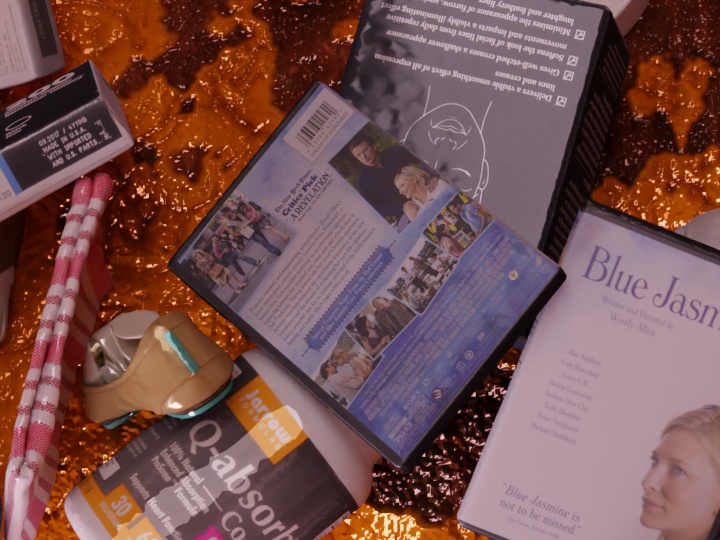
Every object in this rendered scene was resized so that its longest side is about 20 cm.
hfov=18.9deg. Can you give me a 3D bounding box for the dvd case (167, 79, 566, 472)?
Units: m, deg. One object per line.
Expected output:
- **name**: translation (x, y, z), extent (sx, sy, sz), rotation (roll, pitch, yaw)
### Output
- **dvd case**: translation (0.000, 0.000, 1.227), extent (0.200, 0.018, 0.143), rotation (39, 90, 27)

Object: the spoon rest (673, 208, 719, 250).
- **spoon rest**: translation (0.177, 0.050, 1.276), extent (0.060, 0.099, 0.201), rotation (32, 90, -8)

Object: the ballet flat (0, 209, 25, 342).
- **ballet flat**: translation (-0.273, 0.036, 1.379), extent (0.200, 0.068, 0.072), rotation (-41, 87, -6)

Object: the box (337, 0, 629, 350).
- **box**: translation (0.062, -0.068, 1.306), extent (0.148, 0.107, 0.201), rotation (15, 84, 16)

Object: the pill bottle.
- **pill bottle**: translation (-0.065, 0.118, 1.272), extent (0.200, 0.116, 0.116), rotation (-39, 67, -5)

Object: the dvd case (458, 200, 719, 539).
- **dvd case**: translation (0.156, 0.078, 1.222), extent (0.142, 0.018, 0.201), rotation (21, 101, 0)

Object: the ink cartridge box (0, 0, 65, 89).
- **ink cartridge box**: translation (-0.309, -0.190, 1.448), extent (0.199, 0.057, 0.164), rotation (-10, 100, 27)

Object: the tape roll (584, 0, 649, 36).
- **tape roll**: translation (0.098, -0.217, 1.417), extent (0.201, 0.037, 0.204), rotation (-4, 68, 9)

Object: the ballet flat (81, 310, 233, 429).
- **ballet flat**: translation (-0.128, 0.051, 1.273), extent (0.069, 0.200, 0.063), rotation (-40, 101, -23)

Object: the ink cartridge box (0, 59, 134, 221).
- **ink cartridge box**: translation (-0.239, -0.062, 1.344), extent (0.197, 0.200, 0.044), rotation (-30, 104, -2)

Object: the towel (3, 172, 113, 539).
- **towel**: translation (-0.179, 0.058, 1.291), extent (0.030, 0.147, 0.201), rotation (12, 65, -3)
